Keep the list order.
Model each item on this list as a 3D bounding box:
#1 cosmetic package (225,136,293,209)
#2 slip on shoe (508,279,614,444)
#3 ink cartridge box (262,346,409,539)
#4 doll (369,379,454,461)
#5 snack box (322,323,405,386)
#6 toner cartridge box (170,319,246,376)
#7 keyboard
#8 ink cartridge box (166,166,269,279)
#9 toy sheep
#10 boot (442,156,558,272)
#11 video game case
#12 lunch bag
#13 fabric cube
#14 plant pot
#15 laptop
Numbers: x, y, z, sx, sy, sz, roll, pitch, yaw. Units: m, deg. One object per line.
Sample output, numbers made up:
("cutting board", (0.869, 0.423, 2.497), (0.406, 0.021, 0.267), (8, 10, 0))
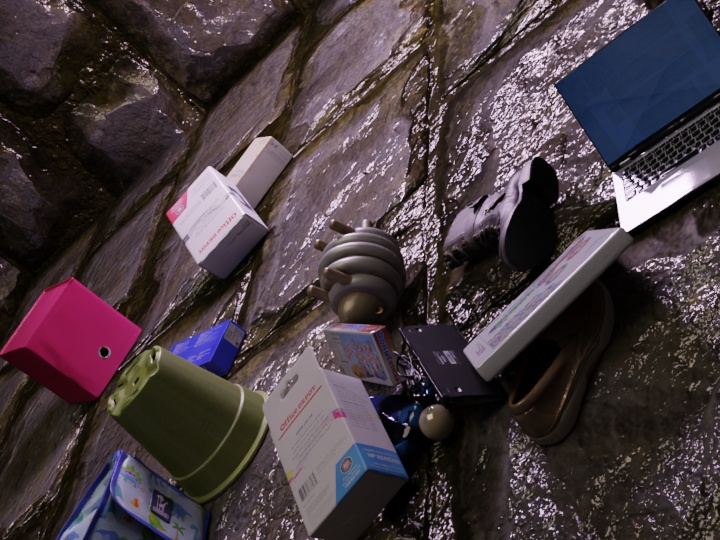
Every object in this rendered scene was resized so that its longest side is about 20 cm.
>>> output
("cosmetic package", (-0.249, -0.199, 2.287), (0.200, 0.073, 0.103), (-55, 24, -14))
("slip on shoe", (0.201, 0.079, 1.045), (0.076, 0.061, 0.200), (-16, 40, 53))
("ink cartridge box", (-0.034, 0.198, 1.184), (0.115, 0.068, 0.200), (-52, 41, 22))
("doll", (0.037, 0.183, 1.200), (0.200, 0.048, 0.137), (-12, 43, 50))
("snack box", (0.002, 0.106, 1.315), (0.024, 0.072, 0.200), (-23, 5, -18))
("toner cartridge box", (-0.291, 0.160, 1.846), (0.200, 0.043, 0.095), (-24, 33, 46))
("keyboard", (0.090, 0.117, 1.189), (0.200, 0.104, 0.040), (-121, 32, -67))
("ink cartridge box", (-0.299, -0.099, 2.124), (0.145, 0.084, 0.200), (-47, 46, 7))
("toy sheep", (0.000, 0.000, 1.443), (0.138, 0.138, 0.200), (-30, 39, 39))
("boot", (0.169, -0.043, 1.308), (0.174, 0.069, 0.200), (-35, 22, 44))
("video game case", (0.191, 0.031, 1.081), (0.200, 0.024, 0.182), (-44, -1, 2))
("lunch bag", (-0.308, 0.369, 1.388), (0.127, 0.170, 0.200), (-26, 30, 44))
("fabric cube", (-0.653, 0.161, 2.306), (0.200, 0.199, 0.196), (-15, 40, 54))
("plant pot", (-0.268, 0.214, 1.531), (0.200, 0.190, 0.200), (-41, 24, 22))
("laptop", (0.328, -0.177, 1.137), (0.187, 0.116, 0.200), (-36, 26, 30))
